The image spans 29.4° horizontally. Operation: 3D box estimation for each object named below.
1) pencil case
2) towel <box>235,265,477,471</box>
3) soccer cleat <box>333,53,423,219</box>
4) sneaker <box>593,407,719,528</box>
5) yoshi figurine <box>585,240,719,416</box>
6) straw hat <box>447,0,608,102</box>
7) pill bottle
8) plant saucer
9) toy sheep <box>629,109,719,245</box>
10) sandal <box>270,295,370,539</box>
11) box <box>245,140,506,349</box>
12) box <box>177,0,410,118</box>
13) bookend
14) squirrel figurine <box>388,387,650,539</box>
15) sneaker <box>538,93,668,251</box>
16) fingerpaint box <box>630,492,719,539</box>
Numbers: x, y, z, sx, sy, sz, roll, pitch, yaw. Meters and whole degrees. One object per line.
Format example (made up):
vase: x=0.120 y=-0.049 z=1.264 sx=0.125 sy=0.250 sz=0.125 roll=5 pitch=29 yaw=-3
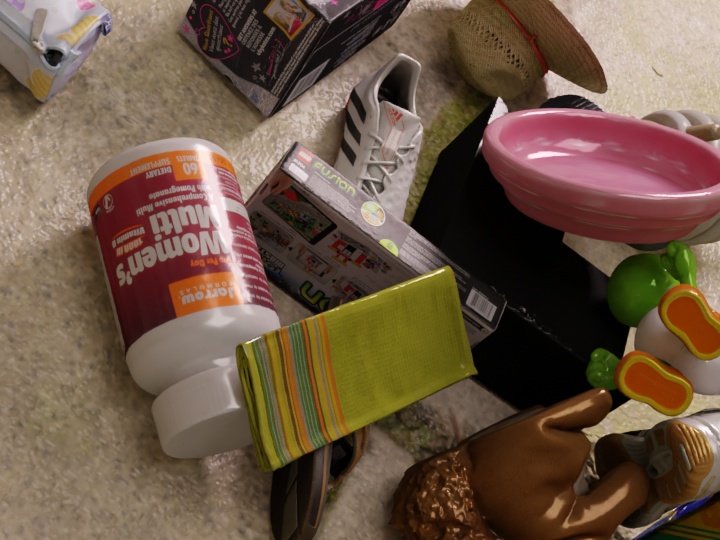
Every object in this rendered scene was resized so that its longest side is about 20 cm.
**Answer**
pencil case: x=-0.281 y=-0.211 z=1.002 sx=0.199 sy=0.083 sz=0.091 roll=38 pitch=27 yaw=-6
towel: x=0.003 y=0.063 z=0.931 sx=0.199 sy=0.018 sz=0.087 roll=-20 pitch=103 yaw=-40
soccer cleat: x=0.015 y=-0.090 z=1.120 sx=0.068 sy=0.085 sz=0.201 roll=23 pitch=52 yaw=-20
sneaker: x=0.246 y=0.149 z=1.047 sx=0.087 sy=0.200 sz=0.076 roll=-12 pitch=81 yaw=-16
yoshi figurine: x=0.222 y=0.037 z=1.035 sx=0.200 sy=0.111 sz=0.113 roll=-27 pitch=109 yaw=-76
straw hat: x=0.127 y=-0.208 z=1.262 sx=0.085 sy=0.201 sz=0.201 roll=-44 pitch=90 yaw=-1
pill bottle: x=-0.117 y=0.019 z=0.951 sx=0.109 sy=0.110 sz=0.201 roll=-3 pitch=64 yaw=-34
plant saucer: x=0.191 y=-0.072 z=1.070 sx=0.198 sy=0.051 sz=0.201 roll=6 pitch=24 yaw=-3
toy sheep: x=0.311 y=-0.084 z=1.281 sx=0.199 sy=0.138 sz=0.139 roll=28 pitch=49 yaw=-30
sandal: x=-0.021 y=0.108 z=0.984 sx=0.054 sy=0.082 sz=0.201 roll=21 pitch=45 yaw=-13
box: x=0.000 y=0.000 z=1.039 sx=0.199 sy=0.110 sz=0.035 roll=37 pitch=48 yaw=-9
box: x=-0.037 y=-0.243 z=1.150 sx=0.115 sy=0.132 sz=0.200 roll=45 pitch=48 yaw=3
bookend: x=0.141 y=-0.004 z=1.146 sx=0.198 sy=0.092 sz=0.201 roll=34 pitch=48 yaw=-13
squirrel figurine: x=0.125 y=0.207 z=1.001 sx=0.199 sy=0.141 sz=0.188 roll=-21 pitch=85 yaw=-25
sneaker: x=0.220 y=-0.071 z=1.207 sx=0.070 sy=0.082 sz=0.201 roll=-20 pitch=46 yaw=-7
fingerpaint box: x=0.315 y=0.194 z=1.088 sx=0.199 sy=0.167 sz=0.074 roll=-22 pitch=75 yaw=-39
